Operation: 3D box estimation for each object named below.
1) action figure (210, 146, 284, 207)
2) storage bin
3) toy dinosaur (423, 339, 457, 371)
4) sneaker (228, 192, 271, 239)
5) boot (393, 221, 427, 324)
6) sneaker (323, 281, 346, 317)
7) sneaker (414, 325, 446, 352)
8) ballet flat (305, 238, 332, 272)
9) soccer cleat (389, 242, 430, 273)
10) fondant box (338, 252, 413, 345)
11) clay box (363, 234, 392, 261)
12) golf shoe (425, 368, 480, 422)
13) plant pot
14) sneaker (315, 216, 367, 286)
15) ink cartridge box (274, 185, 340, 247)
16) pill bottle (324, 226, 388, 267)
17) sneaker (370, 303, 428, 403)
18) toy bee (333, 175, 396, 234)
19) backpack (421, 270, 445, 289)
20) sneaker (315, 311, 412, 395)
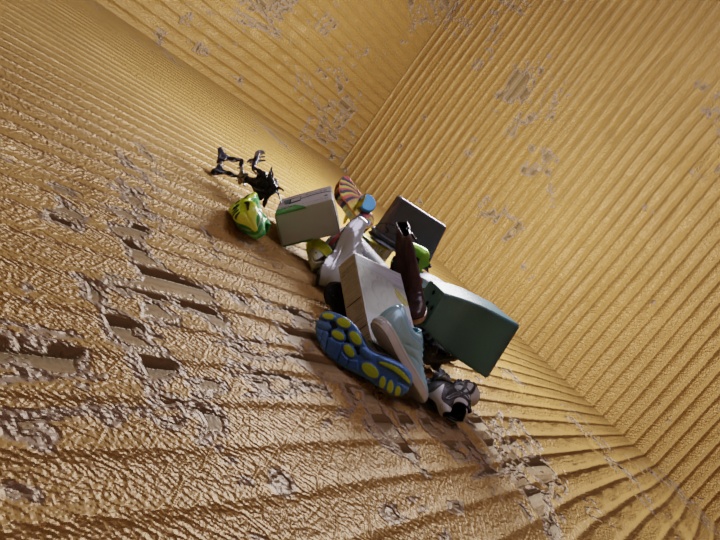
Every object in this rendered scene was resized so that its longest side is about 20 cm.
[{"bbox_3d":[-0.264,-0.239,1.466,0.196,0.120,0.103,25,43,5],"label":"action figure"},{"bbox_3d":[0.138,-0.111,1.665,0.197,0.136,0.146,31,8,-10],"label":"storage bin"},{"bbox_3d":[0.131,0.172,1.372,0.198,0.078,0.102,37,-2,10],"label":"toy dinosaur"},{"bbox_3d":[-0.237,-0.111,1.268,0.085,0.073,0.200,61,0,-20],"label":"sneaker"},{"bbox_3d":[0.100,0.004,1.298,0.201,0.070,0.170,-95,177,-61],"label":"boot"},{"bbox_3d":[-0.012,0.085,1.269,0.198,0.073,0.082,29,-17,-33],"label":"sneaker"},{"bbox_3d":[0.162,0.133,1.450,0.198,0.115,0.076,35,5,-15],"label":"sneaker"},{"bbox_3d":[-0.077,-0.006,1.376,0.066,0.068,0.200,-19,56,-45],"label":"ballet flat"},{"bbox_3d":[0.094,0.015,1.478,0.080,0.201,0.068,33,21,-14],"label":"soccer cleat"},{"bbox_3d":[0.037,0.081,1.182,0.142,0.058,0.204,23,44,-39],"label":"fondant box"},{"bbox_3d":[0.008,-0.036,1.622,0.047,0.116,0.199,41,10,23],"label":"clay box"},{"bbox_3d":[0.189,0.266,1.184,0.198,0.077,0.096,25,35,-48],"label":"golf shoe"},{"bbox_3d":[0.225,0.118,1.356,0.197,0.143,0.141,28,9,-24],"label":"plant pot"},{"bbox_3d":[-0.028,-0.033,1.338,0.086,0.203,0.075,28,-26,0],"label":"sneaker"},{"bbox_3d":[-0.128,-0.135,1.448,0.200,0.142,0.086,-105,-179,-73],"label":"ink cartridge box"},{"bbox_3d":[0.000,0.000,1.438,0.200,0.116,0.115,47,13,18],"label":"pill bottle"},{"bbox_3d":[0.093,0.150,1.078,0.073,0.081,0.203,20,-38,54],"label":"sneaker"},{"bbox_3d":[-0.001,-0.143,1.519,0.197,0.109,0.132,33,-33,13],"label":"toy bee"},{"bbox_3d":[0.166,0.083,1.621,0.198,0.156,0.190,33,2,-15],"label":"backpack"},{"bbox_3d":[0.001,0.149,1.029,0.198,0.071,0.083,37,-11,-2],"label":"sneaker"}]
